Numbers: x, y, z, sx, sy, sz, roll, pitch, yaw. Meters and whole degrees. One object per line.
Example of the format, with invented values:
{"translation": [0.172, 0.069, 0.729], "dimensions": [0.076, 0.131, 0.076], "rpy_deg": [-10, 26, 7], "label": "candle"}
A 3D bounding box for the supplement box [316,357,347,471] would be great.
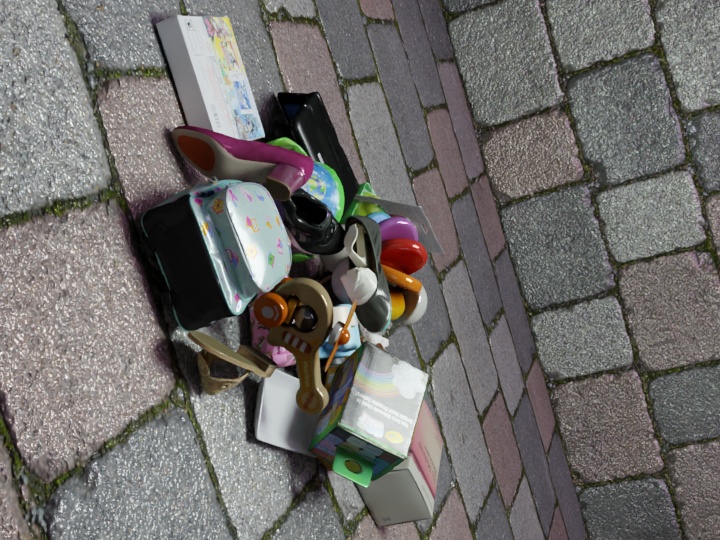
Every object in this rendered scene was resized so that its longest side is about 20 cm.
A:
{"translation": [-0.025, 0.229, 1.644], "dimensions": [0.067, 0.068, 0.201], "rpy_deg": [55, 32, -43], "label": "supplement box"}

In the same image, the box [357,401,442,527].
{"translation": [0.073, 0.343, 1.793], "dimensions": [0.201, 0.108, 0.129], "rpy_deg": [-74, 145, -55], "label": "box"}

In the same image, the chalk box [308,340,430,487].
{"translation": [0.008, 0.237, 1.517], "dimensions": [0.124, 0.124, 0.201], "rpy_deg": [29, 55, -10], "label": "chalk box"}

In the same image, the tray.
{"translation": [-0.109, 0.215, 1.488], "dimensions": [0.200, 0.022, 0.108], "rpy_deg": [37, 56, -61], "label": "tray"}

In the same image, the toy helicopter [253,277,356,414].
{"translation": [-0.067, 0.107, 1.375], "dimensions": [0.079, 0.131, 0.202], "rpy_deg": [-48, 135, -64], "label": "toy helicopter"}

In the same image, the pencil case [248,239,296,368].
{"translation": [-0.133, 0.048, 1.472], "dimensions": [0.086, 0.082, 0.202], "rpy_deg": [25, 54, -61], "label": "pencil case"}

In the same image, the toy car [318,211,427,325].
{"translation": [0.039, -0.018, 1.633], "dimensions": [0.174, 0.150, 0.201], "rpy_deg": [23, 27, -34], "label": "toy car"}

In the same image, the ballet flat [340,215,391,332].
{"translation": [0.000, 0.000, 1.504], "dimensions": [0.068, 0.068, 0.201], "rpy_deg": [32, 39, -43], "label": "ballet flat"}

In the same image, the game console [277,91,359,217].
{"translation": [-0.093, -0.202, 1.740], "dimensions": [0.201, 0.116, 0.176], "rpy_deg": [65, 30, -27], "label": "game console"}

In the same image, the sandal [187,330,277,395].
{"translation": [-0.178, 0.136, 1.308], "dimensions": [0.070, 0.077, 0.212], "rpy_deg": [-58, 158, 1], "label": "sandal"}

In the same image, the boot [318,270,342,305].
{"translation": [-0.038, -0.013, 1.778], "dimensions": [0.200, 0.077, 0.139], "rpy_deg": [15, 47, -64], "label": "boot"}

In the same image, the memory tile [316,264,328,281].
{"translation": [-0.049, 0.095, 1.768], "dimensions": [0.201, 0.017, 0.154], "rpy_deg": [-78, 148, -50], "label": "memory tile"}

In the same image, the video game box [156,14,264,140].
{"translation": [-0.225, -0.287, 1.507], "dimensions": [0.182, 0.046, 0.202], "rpy_deg": [-36, 110, -67], "label": "video game box"}

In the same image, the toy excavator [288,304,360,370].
{"translation": [-0.047, 0.088, 1.524], "dimensions": [0.194, 0.199, 0.101], "rpy_deg": [1, 74, -48], "label": "toy excavator"}

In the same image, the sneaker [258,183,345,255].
{"translation": [-0.072, -0.069, 1.489], "dimensions": [0.200, 0.087, 0.076], "rpy_deg": [35, 78, -47], "label": "sneaker"}

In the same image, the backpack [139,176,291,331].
{"translation": [-0.180, -0.035, 1.309], "dimensions": [0.200, 0.152, 0.177], "rpy_deg": [-57, 126, -74], "label": "backpack"}

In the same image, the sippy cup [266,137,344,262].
{"translation": [-0.115, -0.114, 1.582], "dimensions": [0.178, 0.140, 0.130], "rpy_deg": [46, 22, 22], "label": "sippy cup"}

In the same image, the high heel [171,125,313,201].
{"translation": [-0.166, -0.165, 1.403], "dimensions": [0.096, 0.199, 0.068], "rpy_deg": [-56, 174, -51], "label": "high heel"}

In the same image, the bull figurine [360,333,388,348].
{"translation": [0.014, 0.208, 1.783], "dimensions": [0.201, 0.065, 0.122], "rpy_deg": [-68, 145, -50], "label": "bull figurine"}

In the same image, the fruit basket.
{"translation": [0.052, -0.099, 1.888], "dimensions": [0.185, 0.198, 0.094], "rpy_deg": [55, 48, -56], "label": "fruit basket"}
